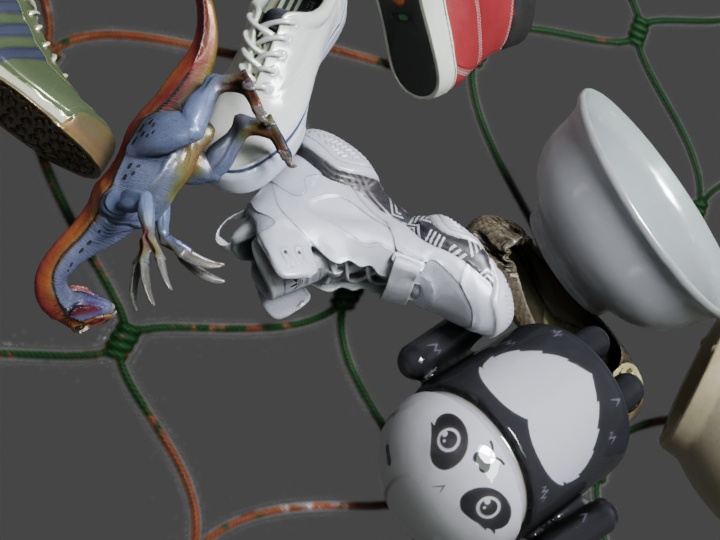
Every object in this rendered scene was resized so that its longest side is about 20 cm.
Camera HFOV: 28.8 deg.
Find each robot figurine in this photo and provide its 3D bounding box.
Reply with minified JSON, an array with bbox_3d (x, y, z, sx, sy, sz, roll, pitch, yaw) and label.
[{"bbox_3d":[0.104,0.112,0.959,0.200,0.150,0.125,-28,129,-33],"label":"robot figurine"}]

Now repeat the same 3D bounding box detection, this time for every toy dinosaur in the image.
[{"bbox_3d":[-0.133,-0.050,0.880,0.181,0.105,0.200,-27,63,2],"label":"toy dinosaur"}]

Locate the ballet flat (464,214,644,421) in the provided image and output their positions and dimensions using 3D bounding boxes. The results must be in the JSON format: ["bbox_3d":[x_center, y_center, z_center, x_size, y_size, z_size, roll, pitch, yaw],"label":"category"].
[{"bbox_3d":[0.151,0.036,1.056,0.200,0.046,0.067,50,59,-9],"label":"ballet flat"}]

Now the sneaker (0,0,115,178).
[{"bbox_3d":[-0.223,-0.151,0.877,0.200,0.067,0.090,36,65,-14],"label":"sneaker"}]

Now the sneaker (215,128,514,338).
[{"bbox_3d":[0.000,0.000,0.943,0.200,0.075,0.115,39,63,13],"label":"sneaker"}]

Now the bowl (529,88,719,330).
[{"bbox_3d":[0.190,-0.030,1.050,0.201,0.090,0.201,44,25,-26],"label":"bowl"}]

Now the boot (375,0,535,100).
[{"bbox_3d":[0.074,-0.246,1.044,0.144,0.072,0.201,-35,128,-34],"label":"boot"}]

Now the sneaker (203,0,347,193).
[{"bbox_3d":[-0.064,-0.145,0.957,0.073,0.071,0.201,10,57,14],"label":"sneaker"}]

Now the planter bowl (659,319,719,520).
[{"bbox_3d":[0.311,0.108,1.060,0.134,0.200,0.201,27,61,7],"label":"planter bowl"}]
